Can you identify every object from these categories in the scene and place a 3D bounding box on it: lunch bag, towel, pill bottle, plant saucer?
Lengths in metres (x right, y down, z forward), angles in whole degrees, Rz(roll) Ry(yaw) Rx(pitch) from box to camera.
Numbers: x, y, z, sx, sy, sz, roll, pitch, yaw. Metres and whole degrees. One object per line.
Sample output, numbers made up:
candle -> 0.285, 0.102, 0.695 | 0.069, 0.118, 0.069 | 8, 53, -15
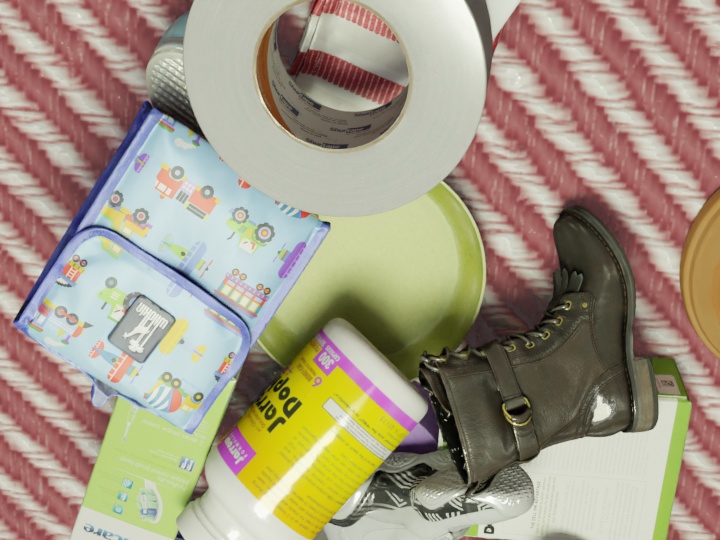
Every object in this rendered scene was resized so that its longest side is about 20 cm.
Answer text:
lunch bag -> -0.141, 0.006, 0.929 | 0.150, 0.094, 0.201 | 32, 91, -16
towel -> 0.018, -0.148, 1.000 | 0.142, 0.023, 0.202 | 21, 114, -5
pill bottle -> -0.048, 0.141, 0.991 | 0.104, 0.104, 0.200 | 43, 89, -13
plant saucer -> 0.354, 0.005, 1.026 | 0.197, 0.038, 0.203 | 2, 113, 4
plant saucer -> 0.000, 0.000, 1.033 | 0.197, 0.031, 0.203 | -1, 111, -2

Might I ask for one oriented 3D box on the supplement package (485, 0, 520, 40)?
supplement package -> 0.044, -0.275, 0.883 | 0.199, 0.111, 0.156 | 34, 105, -10

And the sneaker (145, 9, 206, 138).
sneaker -> -0.114, -0.112, 1.007 | 0.073, 0.083, 0.201 | 11, 139, 9

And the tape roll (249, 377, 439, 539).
tape roll -> -0.013, 0.179, 1.125 | 0.197, 0.066, 0.203 | 3, 114, 6

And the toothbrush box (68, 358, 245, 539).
toothbrush box -> -0.158, 0.121, 1.069 | 0.085, 0.146, 0.202 | 22, 114, -5

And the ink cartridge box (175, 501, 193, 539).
ink cartridge box -> -0.142, 0.241, 1.093 | 0.199, 0.094, 0.037 | 0, 119, 49

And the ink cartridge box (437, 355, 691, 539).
ink cartridge box -> 0.161, 0.147, 1.081 | 0.197, 0.076, 0.150 | 5, 114, 1

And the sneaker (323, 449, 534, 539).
sneaker -> 0.054, 0.209, 1.035 | 0.198, 0.075, 0.116 | -6, 110, 30

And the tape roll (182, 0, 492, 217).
tape roll -> -0.013, -0.139, 0.850 | 0.197, 0.066, 0.203 | 5, 120, 8

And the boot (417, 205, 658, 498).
boot -> 0.125, 0.056, 0.984 | 0.172, 0.069, 0.203 | -10, 74, -14
